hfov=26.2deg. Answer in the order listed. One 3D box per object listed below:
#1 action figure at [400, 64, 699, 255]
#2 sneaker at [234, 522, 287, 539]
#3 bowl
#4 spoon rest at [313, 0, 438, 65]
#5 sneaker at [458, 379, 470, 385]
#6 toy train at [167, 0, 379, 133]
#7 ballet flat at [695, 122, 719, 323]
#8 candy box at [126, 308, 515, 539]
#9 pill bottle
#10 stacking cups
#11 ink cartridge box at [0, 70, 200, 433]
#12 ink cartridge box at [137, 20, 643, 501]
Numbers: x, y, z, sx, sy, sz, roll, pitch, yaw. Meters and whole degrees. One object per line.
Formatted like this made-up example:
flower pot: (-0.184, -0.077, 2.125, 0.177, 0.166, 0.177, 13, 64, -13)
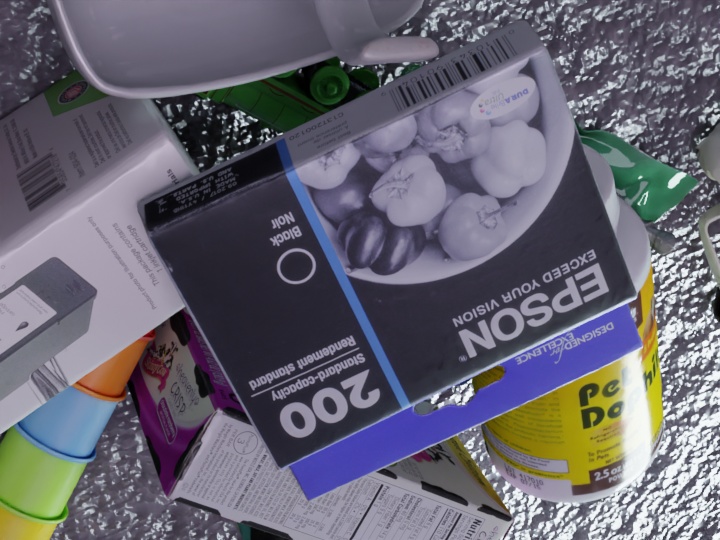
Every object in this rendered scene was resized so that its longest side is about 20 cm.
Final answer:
action figure: (0.097, -0.057, 0.906, 0.199, 0.055, 0.118, 34, 101, -24)
sneaker: (-0.018, 0.204, 0.961, 0.071, 0.080, 0.201, -35, 120, -2)
bowl: (-0.074, -0.192, 0.744, 0.198, 0.074, 0.202, -18, 102, -23)
spoon rest: (-0.009, -0.190, 0.714, 0.098, 0.060, 0.202, -6, 86, -27)
sneaker: (0.000, 0.000, 0.885, 0.199, 0.070, 0.078, 24, 108, -26)
toy train: (-0.069, -0.115, 0.828, 0.199, 0.042, 0.057, 27, 112, -27)
ballet flat: (0.244, -0.048, 0.953, 0.068, 0.068, 0.202, -9, 115, -6)
candy box: (-0.025, 0.100, 0.882, 0.199, 0.137, 0.061, 24, 105, -28)
pill bottle: (0.110, 0.028, 0.859, 0.108, 0.110, 0.201, -23, 133, -8)
stacking cups: (-0.161, 0.079, 0.867, 0.060, 0.061, 0.201, 26, 103, -27)
ink cartridge box: (-0.172, -0.007, 0.777, 0.199, 0.146, 0.084, -34, 121, -2)
ink cartridge box: (0.026, 0.012, 0.735, 0.197, 0.044, 0.201, -25, 122, 3)
